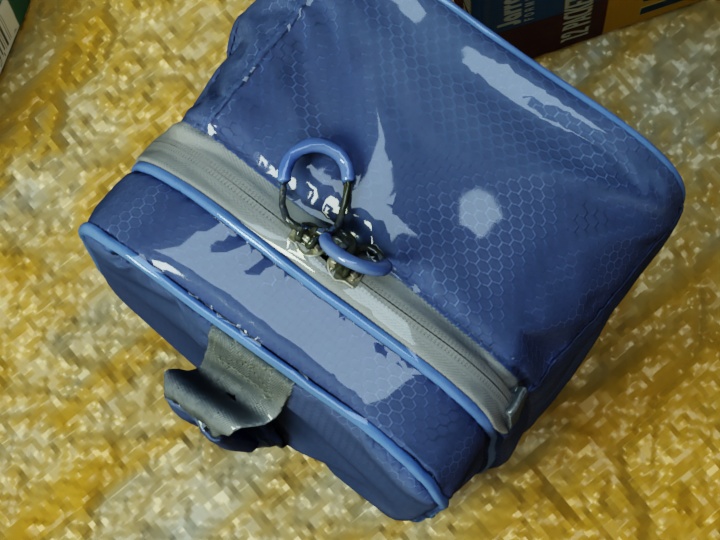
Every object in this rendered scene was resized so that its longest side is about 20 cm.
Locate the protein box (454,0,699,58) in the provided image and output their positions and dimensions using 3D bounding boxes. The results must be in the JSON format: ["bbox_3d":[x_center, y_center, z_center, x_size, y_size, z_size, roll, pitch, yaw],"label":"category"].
[{"bbox_3d":[0.100,-0.201,0.812,0.200,0.135,0.199,-19,77,-1],"label":"protein box"}]

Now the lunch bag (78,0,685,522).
[{"bbox_3d":[0.000,0.000,0.739,0.136,0.200,0.132,36,84,5],"label":"lunch bag"}]

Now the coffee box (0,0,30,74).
[{"bbox_3d":[-0.158,-0.139,0.860,0.123,0.044,0.200,18,79,7],"label":"coffee box"}]
